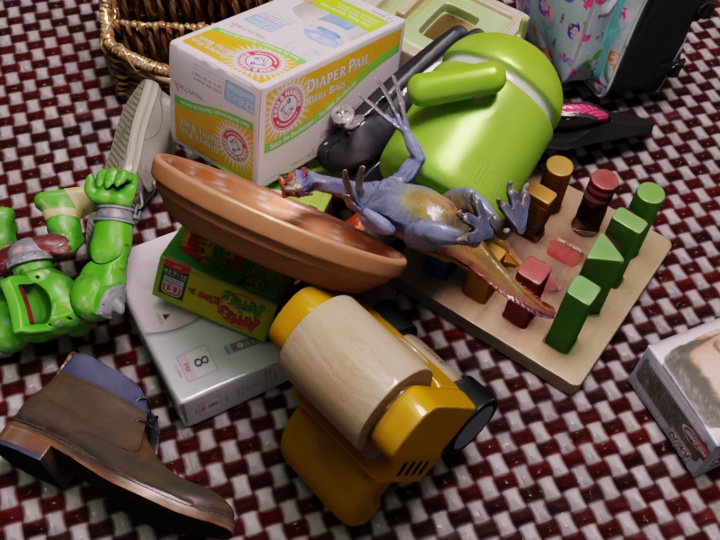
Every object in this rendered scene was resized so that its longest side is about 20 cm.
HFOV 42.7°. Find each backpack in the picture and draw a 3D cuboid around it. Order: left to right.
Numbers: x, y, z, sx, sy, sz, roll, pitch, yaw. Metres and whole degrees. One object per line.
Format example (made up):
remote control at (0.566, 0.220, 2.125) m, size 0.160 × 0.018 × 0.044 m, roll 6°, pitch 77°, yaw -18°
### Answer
backpack at (0.257, -0.302, 0.989) m, size 0.150 × 0.178 × 0.201 m, roll -5°, pitch 50°, yaw -14°

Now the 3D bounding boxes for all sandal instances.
sandal at (0.216, -0.155, 0.924) m, size 0.199 × 0.045 × 0.075 m, roll -12°, pitch 30°, yaw -32°

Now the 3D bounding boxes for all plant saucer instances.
plant saucer at (-0.063, -0.031, 0.680) m, size 0.199 × 0.200 × 0.038 m, roll 25°, pitch 96°, yaw 13°

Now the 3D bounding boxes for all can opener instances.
can opener at (0.038, -0.155, 0.840) m, size 0.063 × 0.079 × 0.200 m, roll 26°, pitch 70°, yaw 42°

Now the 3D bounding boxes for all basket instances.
basket at (-0.162, -0.254, 0.936) m, size 0.199 × 0.149 × 0.143 m, roll 3°, pitch 53°, yaw -4°

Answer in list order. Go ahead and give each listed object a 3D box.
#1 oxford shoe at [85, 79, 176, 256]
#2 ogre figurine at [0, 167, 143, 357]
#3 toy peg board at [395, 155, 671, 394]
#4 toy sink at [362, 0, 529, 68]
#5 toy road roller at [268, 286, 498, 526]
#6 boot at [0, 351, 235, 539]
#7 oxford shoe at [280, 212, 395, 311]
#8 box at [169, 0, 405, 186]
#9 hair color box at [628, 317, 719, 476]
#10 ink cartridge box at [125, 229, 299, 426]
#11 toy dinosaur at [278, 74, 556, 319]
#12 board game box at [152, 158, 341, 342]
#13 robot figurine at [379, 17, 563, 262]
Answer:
oxford shoe at (-0.209, -0.094, 0.870) m, size 0.058 × 0.075 × 0.201 m, roll 30°, pitch 51°, yaw -29°
ogre figurine at (-0.265, 0.001, 0.763) m, size 0.199 × 0.098 × 0.120 m, roll -14°, pitch 74°, yaw -1°
toy peg board at (0.163, -0.032, 0.831) m, size 0.199 × 0.098 × 0.200 m, roll 32°, pitch 57°, yaw 18°
toy sink at (0.053, -0.235, 0.962) m, size 0.200 × 0.112 × 0.130 m, roll 30°, pitch 57°, yaw 17°
toy road roller at (-0.002, 0.109, 0.666) m, size 0.123 × 0.200 × 0.146 m, roll 41°, pitch 96°, yaw 25°
boot at (-0.171, 0.129, 0.700) m, size 0.199 × 0.075 × 0.097 m, roll 19°, pitch 57°, yaw 11°
oxford shoe at (0.000, 0.000, 0.813) m, size 0.073 × 0.071 × 0.200 m, roll 43°, pitch 46°, yaw -9°
box at (-0.065, -0.174, 0.842) m, size 0.112 × 0.102 × 0.200 m, roll 32°, pitch 46°, yaw 25°
hair color box at (0.343, 0.086, 0.782) m, size 0.199 × 0.061 × 0.099 m, roll -18°, pitch 57°, yaw -16°
ink cartridge box at (-0.096, 0.022, 0.802) m, size 0.199 × 0.057 × 0.163 m, roll -25°, pitch 59°, yaw -16°
toy dinosaur at (0.026, -0.036, 0.687) m, size 0.181 × 0.201 × 0.105 m, roll 0°, pitch 27°, yaw 45°
board game box at (-0.092, -0.037, 0.808) m, size 0.101 × 0.048 × 0.200 m, roll 23°, pitch 41°, yaw 0°
robot figurine at (0.093, -0.110, 0.770) m, size 0.115 × 0.176 × 0.200 m, roll 28°, pitch 81°, yaw 20°
